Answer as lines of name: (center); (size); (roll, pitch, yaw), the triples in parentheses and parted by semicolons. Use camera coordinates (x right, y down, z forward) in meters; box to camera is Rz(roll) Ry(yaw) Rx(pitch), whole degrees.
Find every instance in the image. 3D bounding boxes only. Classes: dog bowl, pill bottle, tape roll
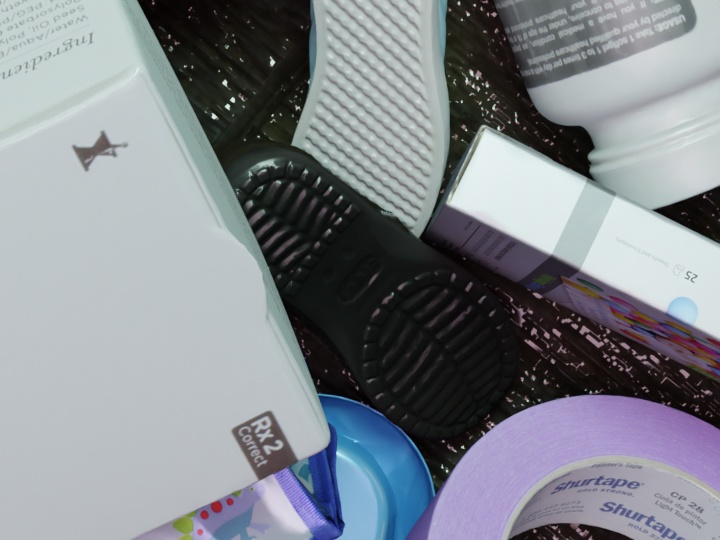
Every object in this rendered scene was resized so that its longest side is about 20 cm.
dog bowl: (-0.027, 0.151, 1.166); (0.111, 0.050, 0.201); (11, 98, 3)
pill bottle: (0.111, -0.131, 1.083); (0.110, 0.111, 0.201); (-21, 96, 7)
tape roll: (0.113, 0.157, 1.087); (0.199, 0.066, 0.201); (9, 57, -14)

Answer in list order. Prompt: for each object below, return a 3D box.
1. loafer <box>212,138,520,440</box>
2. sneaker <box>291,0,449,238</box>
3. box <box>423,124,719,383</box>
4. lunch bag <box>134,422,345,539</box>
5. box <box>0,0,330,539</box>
loafer: (0.000, 0.000, 1.107); (0.073, 0.071, 0.200); (-43, 127, 1)
sneaker: (0.011, -0.097, 1.121); (0.074, 0.082, 0.201); (10, 122, 5)
box: (0.127, 0.006, 1.078); (0.199, 0.156, 0.041); (25, 86, 0)
lunch bag: (-0.107, 0.077, 1.083); (0.170, 0.127, 0.200); (-35, 54, 14)
box: (-0.143, 0.003, 0.922); (0.199, 0.131, 0.199); (-25, 132, 0)
